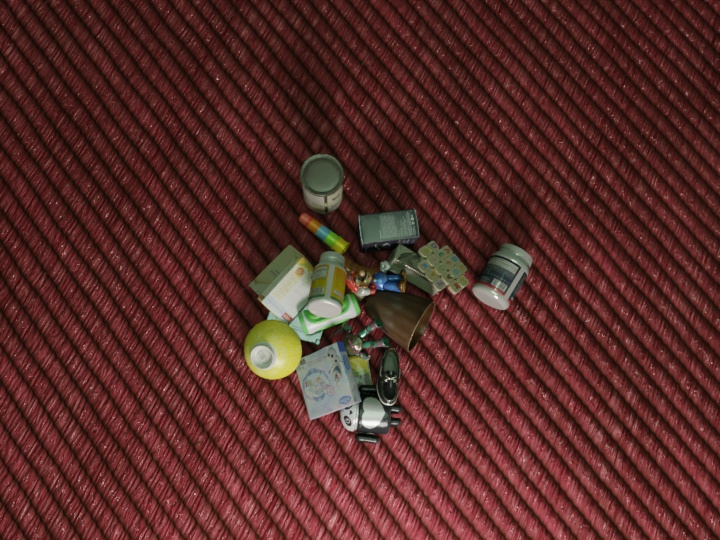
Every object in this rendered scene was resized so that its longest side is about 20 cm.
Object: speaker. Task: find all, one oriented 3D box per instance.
[{"bbox_3d":[-0.105,0.146,1.692,0.199,0.088,0.089,-20,81,-6],"label":"speaker"}]

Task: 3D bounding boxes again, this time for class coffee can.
[{"bbox_3d":[-0.131,-0.295,1.747,0.146,0.200,0.147,1,79,-3],"label":"coffee can"}]

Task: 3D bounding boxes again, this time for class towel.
[{"bbox_3d":[-0.059,0.368,1.719,0.199,0.023,0.144,-7,81,-4],"label":"towel"}]

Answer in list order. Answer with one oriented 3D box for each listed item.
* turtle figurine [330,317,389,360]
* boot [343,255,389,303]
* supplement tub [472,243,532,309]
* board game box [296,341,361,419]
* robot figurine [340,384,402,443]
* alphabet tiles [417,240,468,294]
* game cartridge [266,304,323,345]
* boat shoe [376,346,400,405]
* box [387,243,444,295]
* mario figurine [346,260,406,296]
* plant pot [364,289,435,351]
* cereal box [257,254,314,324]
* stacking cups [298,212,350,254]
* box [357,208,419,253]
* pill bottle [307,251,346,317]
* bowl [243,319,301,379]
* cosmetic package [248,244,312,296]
[{"bbox_3d":[-0.010,0.238,1.670,0.199,0.101,0.150,-25,98,26],"label":"turtle figurine"},{"bbox_3d":[0.000,0.000,1.766,0.155,0.074,0.200,43,78,8],"label":"boot"},{"bbox_3d":[0.492,0.022,1.752,0.140,0.140,0.200,34,80,3],"label":"supplement tub"},{"bbox_3d":[-0.110,0.359,1.640,0.200,0.043,0.200,-28,70,31],"label":"board game box"},{"bbox_3d":[0.034,0.468,1.652,0.199,0.150,0.125,5,121,-2],"label":"robot figurine"},{"bbox_3d":[0.288,-0.012,1.754,0.195,0.015,0.200,-29,75,-43],"label":"alphabet tiles"},{"bbox_3d":[-0.218,0.166,1.742,0.199,0.040,0.134,17,83,0],"label":"game cartridge"},{"bbox_3d":[0.098,0.344,1.664,0.074,0.060,0.200,13,46,-2],"label":"boat shoe"},{"bbox_3d":[0.193,-0.002,1.745,0.199,0.068,0.082,29,48,-10],"label":"box"},{"bbox_3d":[0.049,0.026,1.661,0.199,0.123,0.107,-1,98,9],"label":"mario figurine"},{"bbox_3d":[0.120,0.144,1.706,0.199,0.187,0.187,27,79,19],"label":"plant pot"},{"bbox_3d":[-0.226,0.065,1.681,0.200,0.144,0.039,-47,41,-10],"label":"cereal box"},{"bbox_3d":[-0.134,-0.130,1.789,0.200,0.061,0.061,35,80,5],"label":"stacking cups"},{"bbox_3d":[0.091,-0.135,1.756,0.199,0.148,0.105,-6,80,-5],"label":"box"},{"bbox_3d":[-0.104,0.042,1.643,0.112,0.113,0.201,7,57,-2],"label":"pill bottle"},{"bbox_3d":[-0.302,0.269,1.649,0.199,0.108,0.201,1,97,12],"label":"bowl"},{"bbox_3d":[-0.271,0.020,1.727,0.200,0.073,0.103,-46,49,-11],"label":"cosmetic package"}]
